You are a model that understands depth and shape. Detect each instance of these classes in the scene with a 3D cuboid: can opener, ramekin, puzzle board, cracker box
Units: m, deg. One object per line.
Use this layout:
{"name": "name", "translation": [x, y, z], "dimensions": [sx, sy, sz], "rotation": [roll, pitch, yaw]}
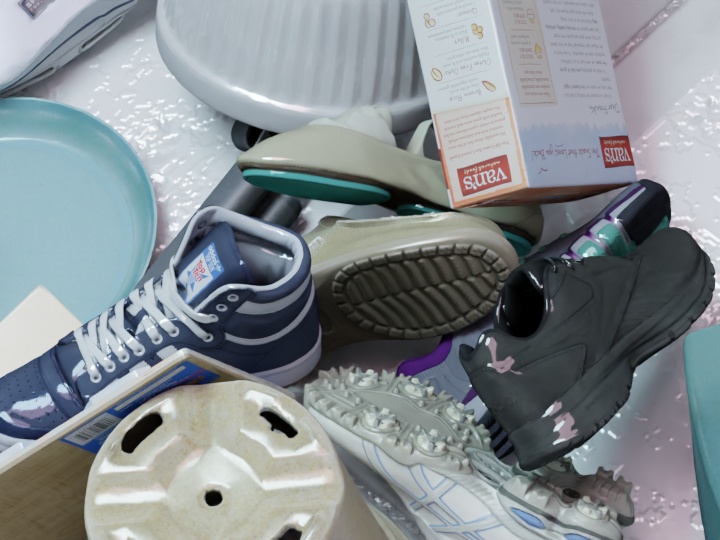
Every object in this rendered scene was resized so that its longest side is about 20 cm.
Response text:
{"name": "can opener", "translation": [-0.071, -0.043, 1.792], "dimensions": [0.067, 0.053, 0.200], "rotation": [8, 54, 52]}
{"name": "ramekin", "translation": [-0.021, -0.177, 1.784], "dimensions": [0.199, 0.105, 0.201], "rotation": [5, 38, -4]}
{"name": "puzzle board", "translation": [-0.145, 0.104, 1.606], "dimensions": [0.199, 0.151, 0.017], "rotation": [-33, 68, 12]}
{"name": "cracker box", "translation": [0.085, -0.138, 1.703], "dimensions": [0.057, 0.134, 0.201], "rotation": [-15, 84, 31]}

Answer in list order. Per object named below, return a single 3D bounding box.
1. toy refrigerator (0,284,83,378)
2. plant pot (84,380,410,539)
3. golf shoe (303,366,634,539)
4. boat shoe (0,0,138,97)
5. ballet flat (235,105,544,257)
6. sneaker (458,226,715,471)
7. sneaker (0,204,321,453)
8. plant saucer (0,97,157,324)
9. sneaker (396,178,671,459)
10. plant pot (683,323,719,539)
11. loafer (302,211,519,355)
{"name": "toy refrigerator", "translation": [-0.225, 0.109, 1.686], "dimensions": [0.076, 0.070, 0.200], "rotation": [43, 74, 6]}
{"name": "plant pot", "translation": [-0.063, 0.158, 1.575], "dimensions": [0.199, 0.184, 0.201], "rotation": [-4, 57, 6]}
{"name": "golf shoe", "translation": [0.048, 0.127, 1.630], "dimensions": [0.199, 0.098, 0.078], "rotation": [28, 29, 19]}
{"name": "boat shoe", "translation": [-0.180, -0.178, 1.873], "dimensions": [0.200, 0.065, 0.074], "rotation": [-35, 83, -13]}
{"name": "ballet flat", "translation": [0.020, -0.060, 1.723], "dimensions": [0.199, 0.069, 0.070], "rotation": [16, 52, -29]}
{"name": "sneaker", "translation": [0.124, 0.021, 1.618], "dimensions": [0.091, 0.076, 0.200], "rotation": [50, 42, -4]}
{"name": "sneaker", "translation": [-0.115, 0.032, 1.620], "dimensions": [0.199, 0.109, 0.070], "rotation": [-16, 54, -16]}
{"name": "plant saucer", "translation": [-0.218, -0.015, 1.800], "dimensions": [0.199, 0.027, 0.201], "rotation": [-4, 57, 6]}
{"name": "sneaker", "translation": [0.095, 0.012, 1.712], "dimensions": [0.087, 0.075, 0.200], "rotation": [28, 66, 30]}
{"name": "plant pot", "translation": [0.248, 0.120, 1.584], "dimensions": [0.141, 0.142, 0.201], "rotation": [-16, 52, -2]}
{"name": "loafer", "translation": [0.000, 0.000, 1.704], "dimensions": [0.199, 0.076, 0.069], "rotation": [-14, 41, 27]}
